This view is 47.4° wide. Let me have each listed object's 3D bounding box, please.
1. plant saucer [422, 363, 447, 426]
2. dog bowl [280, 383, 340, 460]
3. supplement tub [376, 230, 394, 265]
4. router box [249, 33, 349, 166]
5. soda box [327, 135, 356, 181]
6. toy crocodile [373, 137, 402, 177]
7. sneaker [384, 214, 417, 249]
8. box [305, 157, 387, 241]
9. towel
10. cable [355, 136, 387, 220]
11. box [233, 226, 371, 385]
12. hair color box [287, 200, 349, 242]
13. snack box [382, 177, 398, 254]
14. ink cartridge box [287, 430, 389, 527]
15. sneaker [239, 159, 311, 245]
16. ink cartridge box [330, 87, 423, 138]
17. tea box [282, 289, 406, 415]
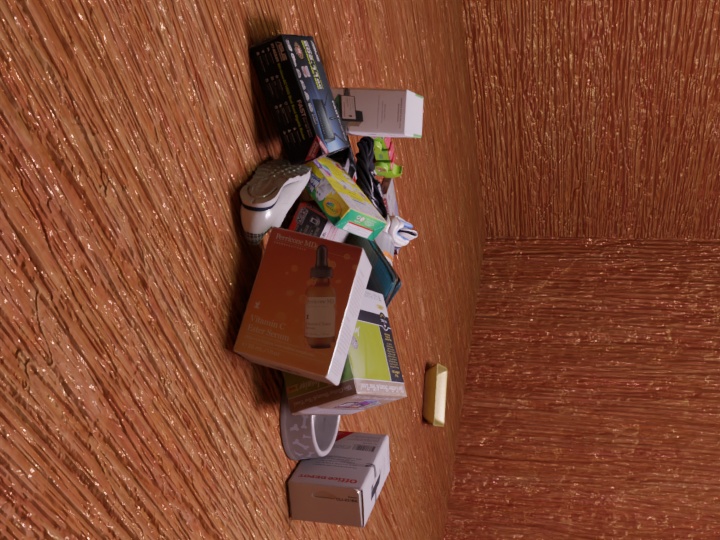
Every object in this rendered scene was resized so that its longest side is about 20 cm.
[{"bbox_3d":[0.247,0.416,2.735,0.200,0.048,0.202,36,57,-70],"label":"plant saucer"},{"bbox_3d":[-0.086,0.252,1.515,0.200,0.058,0.202,2,90,-75],"label":"dog bowl"},{"bbox_3d":[0.002,0.020,1.689,0.123,0.121,0.202,56,39,-64],"label":"supplement tub"},{"bbox_3d":[-0.094,-0.278,1.333,0.150,0.062,0.202,-43,116,-69],"label":"router box"},{"bbox_3d":[-0.040,-0.175,1.615,0.201,0.070,0.064,70,25,-54],"label":"soda box"},{"bbox_3d":[0.054,-0.290,1.956,0.201,0.061,0.068,69,27,-52],"label":"toy crocodile"},{"bbox_3d":[0.060,-0.059,1.842,0.200,0.145,0.081,64,32,-58],"label":"sneaker"},{"bbox_3d":[-0.048,-0.143,1.425,0.117,0.048,0.201,18,31,-52],"label":"box"},{"bbox_3d":[0.000,0.000,1.563,0.201,0.022,0.147,59,-43,33],"label":"towel"},{"bbox_3d":[0.021,-0.171,1.555,0.200,0.050,0.165,-71,155,-77],"label":"cable"},{"bbox_3d":[-0.085,0.055,1.256,0.106,0.151,0.202,62,42,-73],"label":"box"},{"bbox_3d":[-0.071,-0.072,1.468,0.102,0.061,0.200,-63,171,15],"label":"hair color box"},{"bbox_3d":[0.080,-0.139,2.131,0.072,0.024,0.201,-73,158,-46],"label":"snack box"},{"bbox_3d":[-0.037,0.387,1.544,0.200,0.143,0.085,-47,136,-67],"label":"ink cartridge box"},{"bbox_3d":[-0.137,-0.115,1.300,0.200,0.076,0.081,-51,148,-55],"label":"sneaker"},{"bbox_3d":[0.006,-0.296,1.539,0.146,0.198,0.085,-22,115,-72],"label":"ink cartridge box"},{"bbox_3d":[-0.035,0.137,1.402,0.200,0.133,0.198,21,52,-61],"label":"tea box"}]
